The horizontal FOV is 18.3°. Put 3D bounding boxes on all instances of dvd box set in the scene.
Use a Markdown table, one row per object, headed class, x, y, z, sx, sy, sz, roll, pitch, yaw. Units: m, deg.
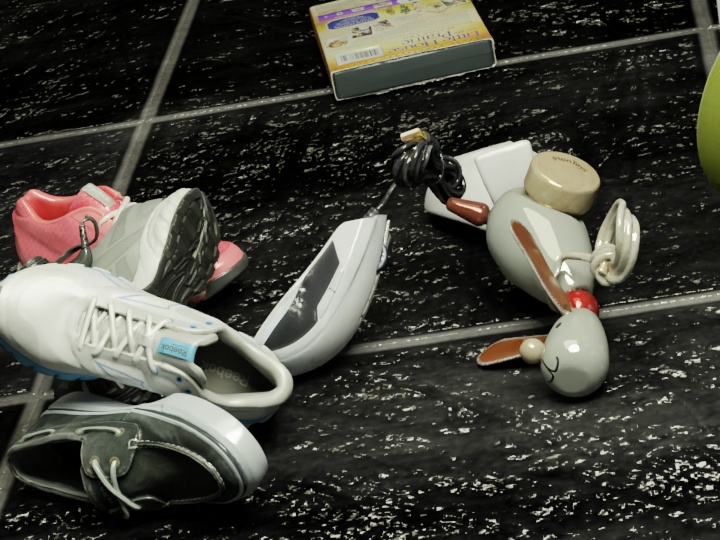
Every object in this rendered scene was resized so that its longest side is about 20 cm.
| class | x | y | z | sx | sy | sz | roll | pitch | yaw |
| --- | --- | --- | --- | --- | --- | --- | --- | --- | --- |
| dvd box set | 0.035 | -0.211 | 1.998 | 0.145 | 0.030 | 0.200 | -13 | 24 | -2 |

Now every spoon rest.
| class | x | y | z | sx | sy | sz | roll | pitch | yaw |
| --- | --- | --- | --- | --- | --- | --- | --- | --- | --- |
| spoon rest | 0.097 | -0.058 | 1.598 | 0.099 | 0.061 | 0.200 | -17 | 2 | -1 |

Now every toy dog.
| class | x | y | z | sx | sy | sz | roll | pitch | yaw |
| --- | --- | --- | --- | --- | --- | --- | --- | --- | --- |
| toy dog | 0.106 | -0.003 | 1.438 | 0.096 | 0.133 | 0.200 | 9 | 14 | -8 |

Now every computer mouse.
| class | x | y | z | sx | sy | sz | roll | pitch | yaw |
| --- | --- | --- | --- | --- | --- | --- | --- | --- | --- |
| computer mouse | 0.000 | 0.000 | 1.469 | 0.044 | 0.110 | 0.200 | 36 | 88 | 16 |

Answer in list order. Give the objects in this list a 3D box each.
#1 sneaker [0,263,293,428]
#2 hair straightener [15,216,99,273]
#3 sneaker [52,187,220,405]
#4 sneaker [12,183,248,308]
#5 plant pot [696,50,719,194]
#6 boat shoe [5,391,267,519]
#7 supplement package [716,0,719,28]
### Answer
| class | x | y | z | sx | sy | sz | roll | pitch | yaw |
| --- | --- | --- | --- | --- | --- | --- | --- | --- | --- |
| sneaker | -0.130 | 0.042 | 1.372 | 0.199 | 0.075 | 0.087 | 17 | -8 | -15 |
| hair straightener | -0.257 | 0.028 | 1.534 | 0.200 | 0.041 | 0.077 | -42 | 24 | 4 |
| sneaker | -0.163 | 0.025 | 1.523 | 0.079 | 0.074 | 0.201 | -5 | 39 | 29 |
| sneaker | -0.177 | -0.020 | 1.627 | 0.199 | 0.087 | 0.074 | 3 | 29 | 29 |
| plant pot | 0.350 | -0.076 | 1.428 | 0.186 | 0.188 | 0.200 | -23 | 42 | -23 |
| boat shoe | -0.138 | 0.120 | 1.352 | 0.199 | 0.072 | 0.071 | -1 | 33 | 47 |
| supplement package | 0.380 | -0.203 | 1.724 | 0.109 | 0.114 | 0.200 | 14 | 34 | 43 |
